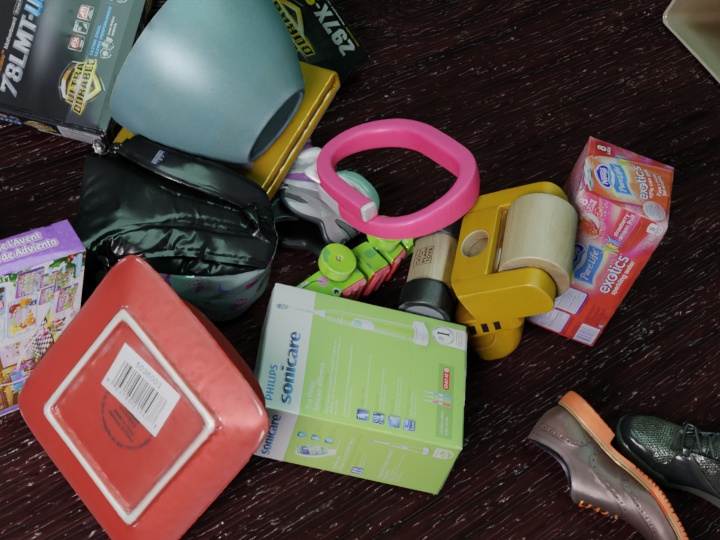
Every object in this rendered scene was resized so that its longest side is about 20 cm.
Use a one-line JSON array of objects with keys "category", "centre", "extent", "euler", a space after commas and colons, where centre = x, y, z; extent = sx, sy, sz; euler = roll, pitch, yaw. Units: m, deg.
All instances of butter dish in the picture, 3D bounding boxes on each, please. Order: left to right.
[{"category": "butter dish", "centre": [-0.166, 0.115, 1.053], "extent": [0.200, 0.200, 0.147], "euler": [48, 21, 15]}]

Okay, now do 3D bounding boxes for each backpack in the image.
[{"category": "backpack", "centre": [-0.181, -0.030, 1.181], "extent": [0.196, 0.127, 0.170], "euler": [7, 61, -13]}]

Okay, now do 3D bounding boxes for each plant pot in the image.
[{"category": "plant pot", "centre": [-0.134, -0.187, 1.195], "extent": [0.134, 0.201, 0.200], "euler": [39, 50, 4]}, {"category": "plant pot", "centre": [0.588, -0.371, 1.690], "extent": [0.175, 0.201, 0.201], "euler": [-10, 54, -39]}]

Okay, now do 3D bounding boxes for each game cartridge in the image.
[{"category": "game cartridge", "centre": [-0.146, -0.170, 1.300], "extent": [0.197, 0.033, 0.178], "euler": [21, 66, 22]}]

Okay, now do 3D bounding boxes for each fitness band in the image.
[{"category": "fitness band", "centre": [0.036, -0.099, 1.235], "extent": [0.142, 0.038, 0.200], "euler": [-29, 38, -17]}]

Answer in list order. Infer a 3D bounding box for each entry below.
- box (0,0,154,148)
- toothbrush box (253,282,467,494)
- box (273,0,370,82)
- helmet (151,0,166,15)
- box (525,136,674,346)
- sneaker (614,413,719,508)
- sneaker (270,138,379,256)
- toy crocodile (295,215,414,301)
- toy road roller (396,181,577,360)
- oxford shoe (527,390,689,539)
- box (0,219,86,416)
[{"category": "box", "centre": [-0.341, -0.254, 1.300], "extent": [0.195, 0.050, 0.203], "euler": [15, 77, -2]}, {"category": "toothbrush box", "centre": [-0.004, 0.112, 1.147], "extent": [0.196, 0.087, 0.147], "euler": [13, 48, -8]}, {"category": "box", "centre": [-0.097, -0.291, 1.423], "extent": [0.201, 0.049, 0.160], "euler": [54, 48, -9]}, {"category": "helmet", "centre": [-0.266, -0.396, 1.415], "extent": [0.191, 0.199, 0.201], "euler": [44, 46, -15]}, {"category": "box", "centre": [0.244, -0.028, 1.269], "extent": [0.098, 0.201, 0.096], "euler": [20, 46, -1]}, {"category": "sneaker", "centre": [0.357, 0.179, 1.195], "extent": [0.197, 0.115, 0.077], "euler": [28, 46, 8]}, {"category": "sneaker", "centre": [-0.088, -0.087, 1.291], "extent": [0.198, 0.078, 0.140], "euler": [34, 48, 11]}, {"category": "toy crocodile", "centre": [0.000, 0.000, 1.250], "extent": [0.062, 0.068, 0.199], "euler": [45, 47, 15]}, {"category": "toy road roller", "centre": [0.143, 0.012, 1.213], "extent": [0.146, 0.198, 0.124], "euler": [43, 47, -37]}, {"category": "oxford shoe", "centre": [0.244, 0.217, 1.169], "extent": [0.072, 0.071, 0.201], "euler": [-37, 70, -7]}, {"category": "box", "centre": [-0.308, 0.054, 1.016], "extent": [0.135, 0.201, 0.039], "euler": [-21, 59, -32]}]
